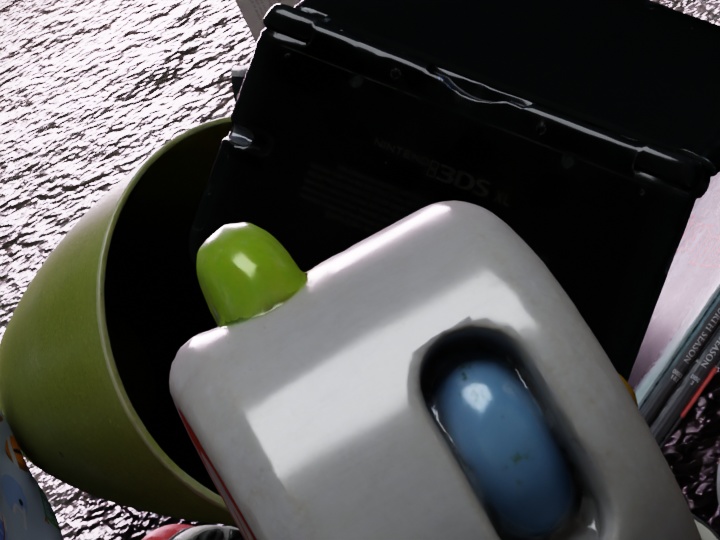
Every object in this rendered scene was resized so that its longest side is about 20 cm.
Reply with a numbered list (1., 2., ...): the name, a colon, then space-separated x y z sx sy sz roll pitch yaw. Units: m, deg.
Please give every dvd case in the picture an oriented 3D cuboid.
1. dvd case: 0.146 -0.001 1.164 0.200 0.022 0.146 -54 6 0

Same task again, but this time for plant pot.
1. plant pot: -0.090 0.042 1.337 0.187 0.187 0.200 -46 14 -33

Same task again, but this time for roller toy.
1. roller toy: 0.033 0.077 0.961 0.140 0.200 0.183 -29 40 -6

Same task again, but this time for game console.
1. game console: 0.057 -0.044 1.179 0.200 0.176 0.116 22 6 22

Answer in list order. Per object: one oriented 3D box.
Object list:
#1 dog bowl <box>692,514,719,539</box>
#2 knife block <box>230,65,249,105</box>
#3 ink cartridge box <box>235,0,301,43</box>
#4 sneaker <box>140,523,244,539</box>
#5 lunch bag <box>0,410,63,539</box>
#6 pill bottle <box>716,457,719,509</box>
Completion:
1. dog bowl: 0.059 0.173 1.048 0.200 0.074 0.200 -21 27 11
2. knife block: 0.000 0.000 1.243 0.064 0.175 0.200 -30 33 57
3. ink cartridge box: 0.040 -0.159 1.583 0.200 0.146 0.085 -7 32 34
4. sneaker: -0.076 0.146 1.103 0.085 0.200 0.077 14 70 12
5. lunch bag: -0.200 0.118 1.287 0.075 0.161 0.200 -22 27 8
6. pill bottle: 0.209 0.034 1.119 0.109 0.110 0.200 -13 29 26
